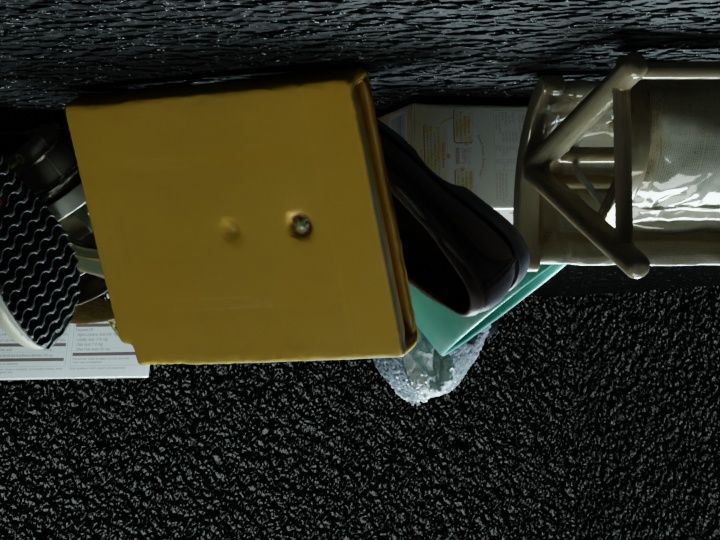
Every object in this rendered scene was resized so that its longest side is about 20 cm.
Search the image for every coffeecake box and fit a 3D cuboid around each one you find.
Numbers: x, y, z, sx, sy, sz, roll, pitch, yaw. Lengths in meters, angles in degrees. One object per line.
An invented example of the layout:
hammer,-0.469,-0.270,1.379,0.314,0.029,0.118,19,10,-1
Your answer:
coffeecake box,0.109,-0.070,1.484,0.198,0.074,0.153,0,177,-16

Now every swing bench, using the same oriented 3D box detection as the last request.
swing bench,0.213,-0.060,1.284,0.197,0.131,0.200,-1,-178,-15

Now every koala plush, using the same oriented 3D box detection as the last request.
koala plush,0.052,0.018,1.878,0.182,0.202,0.177,0,177,-9

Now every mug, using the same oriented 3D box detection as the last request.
mug,0.097,-0.031,1.675,0.152,0.115,0.185,-31,171,-45

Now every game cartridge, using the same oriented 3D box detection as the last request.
game cartridge,-0.073,-0.030,1.313,0.198,0.178,0.032,-2,-160,26

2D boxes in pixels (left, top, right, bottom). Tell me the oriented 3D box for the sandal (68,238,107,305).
sandal,-0.210,0.005,1.554,0.198,0.055,0.080,13,179,21

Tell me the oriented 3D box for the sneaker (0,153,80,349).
sneaker,-0.263,-0.032,1.426,0.093,0.071,0.200,6,139,42

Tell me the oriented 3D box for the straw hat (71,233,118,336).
straw hat,-0.164,0.008,1.683,0.199,0.086,0.202,-13,-144,9

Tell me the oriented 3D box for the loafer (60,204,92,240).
loafer,-0.249,-0.044,1.649,0.076,0.069,0.200,42,160,-21

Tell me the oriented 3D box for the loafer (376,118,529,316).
loafer,0.009,-0.042,1.321,0.199,0.072,0.063,32,-138,12

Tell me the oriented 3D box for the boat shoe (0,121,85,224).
boat shoe,-0.246,-0.069,1.509,0.072,0.061,0.201,-43,-159,-25

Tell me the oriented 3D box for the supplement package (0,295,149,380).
supplement package,-0.278,0.007,1.831,0.155,0.112,0.200,0,-161,-28
